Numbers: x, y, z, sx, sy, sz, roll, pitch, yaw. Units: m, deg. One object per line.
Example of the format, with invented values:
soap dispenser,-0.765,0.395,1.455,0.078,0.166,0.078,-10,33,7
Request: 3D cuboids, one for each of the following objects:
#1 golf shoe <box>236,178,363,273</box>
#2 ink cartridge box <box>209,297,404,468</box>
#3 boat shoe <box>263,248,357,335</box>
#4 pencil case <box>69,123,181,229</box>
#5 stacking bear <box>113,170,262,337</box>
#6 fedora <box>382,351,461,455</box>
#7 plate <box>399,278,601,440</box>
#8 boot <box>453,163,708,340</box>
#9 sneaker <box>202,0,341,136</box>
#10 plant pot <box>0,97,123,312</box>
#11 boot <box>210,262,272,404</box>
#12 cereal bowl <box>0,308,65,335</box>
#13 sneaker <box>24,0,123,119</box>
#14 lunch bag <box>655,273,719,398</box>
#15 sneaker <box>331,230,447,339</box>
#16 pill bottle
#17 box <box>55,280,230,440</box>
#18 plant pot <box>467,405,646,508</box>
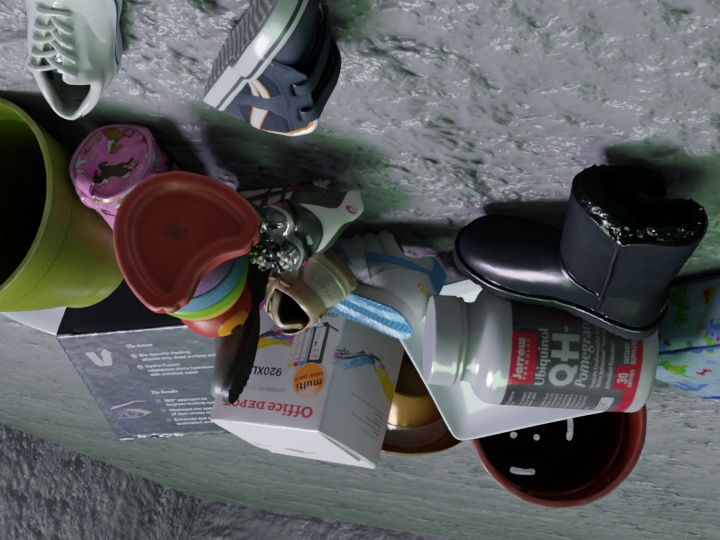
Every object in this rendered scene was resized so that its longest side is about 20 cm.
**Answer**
golf shoe,-0.064,-0.046,0.982,0.200,0.088,0.078,22,136,65
ink cartridge box,-0.051,0.100,1.186,0.146,0.201,0.145,2,158,29
boat shoe,-0.065,0.025,1.028,0.071,0.065,0.200,45,161,-3
pencil case,-0.204,-0.061,1.020,0.082,0.087,0.200,-2,155,10
stacking bear,-0.149,0.001,0.977,0.114,0.121,0.200,45,167,18
fedora,0.057,0.158,1.384,0.199,0.201,0.082,9,117,13
plate,0.150,0.077,1.088,0.199,0.032,0.201,-17,118,24
boot,0.172,-0.032,0.871,0.199,0.077,0.168,24,152,17
sneaker,-0.047,-0.143,0.710,0.079,0.079,0.200,24,170,-14
plant pot,-0.324,-0.044,1.039,0.199,0.202,0.193,5,171,22
boot,-0.167,0.039,1.111,0.130,0.201,0.068,9,150,1
cereal bowl,-0.383,0.028,1.393,0.199,0.084,0.200,13,160,5
sneaker,-0.204,-0.170,0.749,0.073,0.071,0.200,13,161,2
lunch bag,0.360,0.067,1.004,0.160,0.083,0.200,21,161,-26
sneaker,0.000,0.000,1.068,0.199,0.081,0.077,25,155,39
pill bottle,0.160,0.069,0.974,0.199,0.111,0.111,4,161,-4
box,-0.221,0.093,1.266,0.195,0.118,0.201,-5,134,13
plant pot,0.213,0.179,1.264,0.199,0.202,0.195,14,168,0
